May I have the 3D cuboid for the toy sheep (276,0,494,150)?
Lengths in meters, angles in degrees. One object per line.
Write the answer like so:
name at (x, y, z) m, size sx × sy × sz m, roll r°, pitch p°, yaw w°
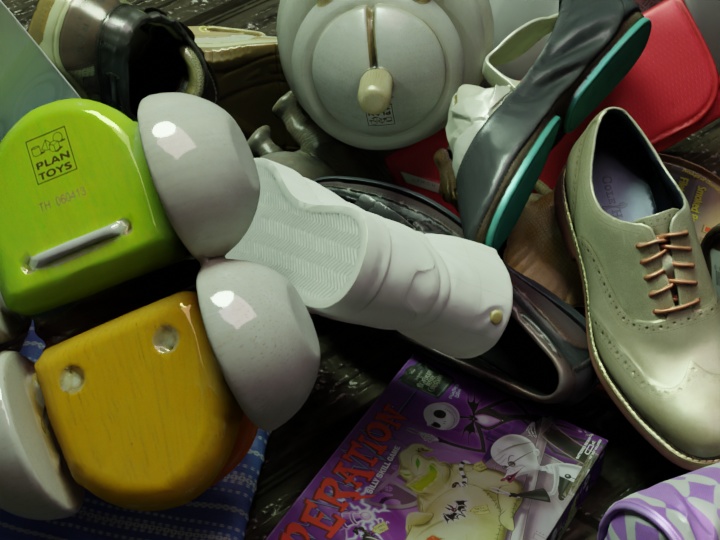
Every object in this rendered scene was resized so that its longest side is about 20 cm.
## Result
toy sheep at (0.013, -0.135, 1.174) m, size 0.137 × 0.139 × 0.200 m, roll 13°, pitch 27°, yaw 4°

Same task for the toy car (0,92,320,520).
toy car at (-0.112, 0.017, 1.013) m, size 0.174 × 0.150 × 0.202 m, roll -22°, pitch 84°, yaw 10°

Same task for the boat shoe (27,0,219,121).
boat shoe at (-0.117, -0.104, 1.143) m, size 0.064 × 0.074 × 0.200 m, roll 27°, pitch 1°, yaw 20°

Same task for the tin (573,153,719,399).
tin at (0.163, 0.002, 1.210) m, size 0.111 × 0.042 × 0.201 m, roll 14°, pitch 40°, yaw 12°

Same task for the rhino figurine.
rhino figurine at (-0.031, -0.056, 1.220) m, size 0.199 × 0.060 × 0.088 m, roll -25°, pitch 72°, yaw -35°

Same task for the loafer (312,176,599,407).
loafer at (0.040, 0.010, 1.118) m, size 0.199 × 0.072 × 0.063 m, roll 31°, pitch 15°, yaw 12°

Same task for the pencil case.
pencil case at (0.209, 0.130, 1.028) m, size 0.199 × 0.085 × 0.085 m, roll -17°, pitch 42°, yaw -29°

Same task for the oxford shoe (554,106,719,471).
oxford shoe at (0.150, 0.008, 1.078) m, size 0.070 × 0.074 × 0.201 m, roll -16°, pitch 62°, yaw -12°

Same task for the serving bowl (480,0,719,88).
serving bowl at (0.150, -0.152, 1.255) m, size 0.198 × 0.202 × 0.066 m, roll -1°, pitch 28°, yaw -12°

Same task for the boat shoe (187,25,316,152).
boat shoe at (-0.078, -0.120, 1.280) m, size 0.198 × 0.075 × 0.067 m, roll 6°, pitch 26°, yaw -14°

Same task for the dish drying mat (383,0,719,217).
dish drying mat at (0.117, -0.080, 1.213) m, size 0.199 × 0.077 × 0.018 m, roll -29°, pitch 4°, yaw -1°

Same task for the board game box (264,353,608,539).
board game box at (0.033, 0.128, 1.044) m, size 0.119 × 0.033 × 0.200 m, roll 20°, pitch 41°, yaw 19°

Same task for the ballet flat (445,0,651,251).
ballet flat at (0.088, -0.087, 1.136) m, size 0.073 × 0.073 × 0.200 m, roll 25°, pitch 54°, yaw 19°

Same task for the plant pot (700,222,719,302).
plant pot at (0.288, 0.007, 1.119) m, size 0.198 × 0.188 × 0.188 m, roll -8°, pitch 42°, yaw -15°

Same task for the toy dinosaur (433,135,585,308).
toy dinosaur at (0.131, -0.010, 1.164) m, size 0.200 × 0.058 × 0.101 m, roll 38°, pitch 64°, yaw 18°

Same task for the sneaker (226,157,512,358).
sneaker at (0.000, 0.000, 1.071) m, size 0.115 × 0.074 × 0.200 m, roll 20°, pitch 4°, yaw -29°

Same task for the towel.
towel at (-0.121, 0.090, 1.060) m, size 0.143 × 0.024 × 0.201 m, roll 12°, pitch 39°, yaw 1°

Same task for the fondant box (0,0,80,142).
fondant box at (-0.213, -0.055, 1.043) m, size 0.058 × 0.200 × 0.145 m, roll 32°, pitch 80°, yaw 26°
